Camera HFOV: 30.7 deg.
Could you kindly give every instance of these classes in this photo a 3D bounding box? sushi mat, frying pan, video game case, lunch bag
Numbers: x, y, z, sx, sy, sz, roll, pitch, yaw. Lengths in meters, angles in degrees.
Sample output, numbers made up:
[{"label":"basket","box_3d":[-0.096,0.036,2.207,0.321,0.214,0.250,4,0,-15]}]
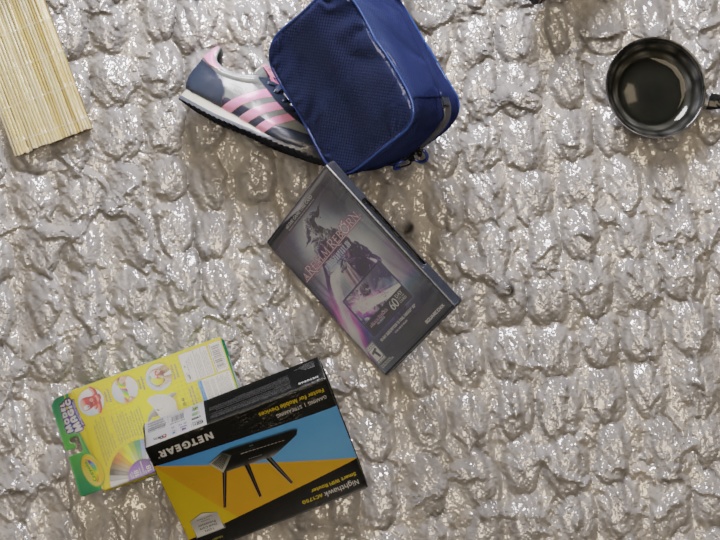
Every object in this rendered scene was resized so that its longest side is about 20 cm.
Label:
[{"label":"sushi mat","box_3d":[-0.382,-0.235,1.491,0.095,0.012,0.202,-22,83,-1]},{"label":"frying pan","box_3d":[0.365,-0.209,1.466,0.188,0.031,0.116,-9,83,-4]},{"label":"video game case","box_3d":[0.000,0.000,1.405,0.200,0.143,0.019,47,42,5]},{"label":"lunch bag","box_3d":[0.014,-0.200,1.412,0.135,0.132,0.201,-32,84,32]}]

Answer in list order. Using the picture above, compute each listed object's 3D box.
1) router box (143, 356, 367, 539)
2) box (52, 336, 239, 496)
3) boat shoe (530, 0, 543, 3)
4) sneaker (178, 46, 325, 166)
[{"label":"router box","box_3d":[-0.108,0.195,1.378,0.198,0.051,0.150,-21,118,-1]},{"label":"box","box_3d":[-0.225,0.161,1.422,0.198,0.048,0.118,-19,84,-4]},{"label":"boat shoe","box_3d":[0.260,-0.365,1.461,0.063,0.073,0.200,41,80,6]},{"label":"sneaker","box_3d":[-0.098,-0.181,1.450,0.199,0.070,0.083,25,87,2]}]
